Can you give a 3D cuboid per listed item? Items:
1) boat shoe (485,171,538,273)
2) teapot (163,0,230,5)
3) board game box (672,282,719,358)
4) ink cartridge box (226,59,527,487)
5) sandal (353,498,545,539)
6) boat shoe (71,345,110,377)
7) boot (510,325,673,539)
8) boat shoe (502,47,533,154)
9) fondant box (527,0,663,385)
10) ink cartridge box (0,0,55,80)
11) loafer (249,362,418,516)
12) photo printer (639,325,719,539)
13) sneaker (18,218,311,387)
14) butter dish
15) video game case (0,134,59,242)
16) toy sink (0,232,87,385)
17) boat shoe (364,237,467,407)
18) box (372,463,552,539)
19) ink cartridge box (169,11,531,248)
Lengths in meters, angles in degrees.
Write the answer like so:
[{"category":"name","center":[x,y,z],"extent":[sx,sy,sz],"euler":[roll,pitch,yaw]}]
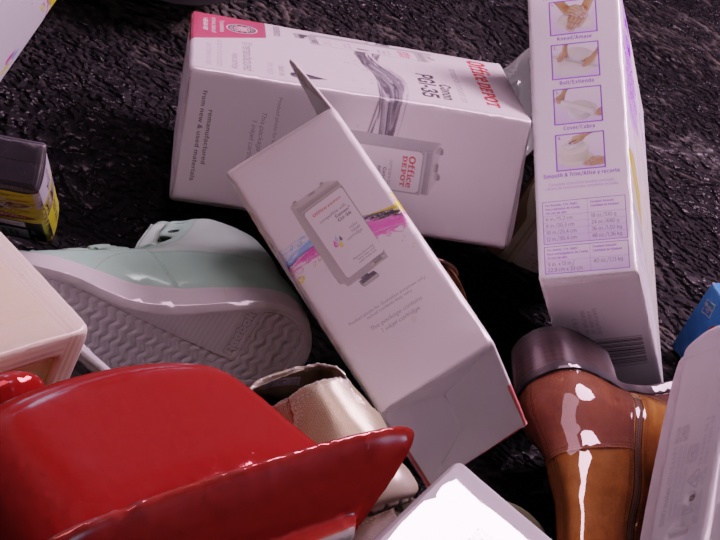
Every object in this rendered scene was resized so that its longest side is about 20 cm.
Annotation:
[{"category":"boat shoe","center":[0.147,-0.055,1.357],"extent":[0.065,0.072,0.200],"euler":[34,39,2]},{"category":"teapot","center":[-0.145,-0.261,1.370],"extent":[0.146,0.200,0.198],"euler":[-12,65,5]},{"category":"board game box","center":[0.322,0.102,1.266],"extent":[0.200,0.056,0.196],"euler":[8,37,-27]},{"category":"ink cartridge box","center":[0.000,0.000,1.050],"extent":[0.067,0.117,0.200],"euler":[-32,62,-2]},{"category":"sandal","center":[0.016,0.131,1.009],"extent":[0.201,0.057,0.080],"euler":[-7,45,-41]},{"category":"boat shoe","center":[-0.120,0.080,0.945],"extent":[0.072,0.069,0.200],"euler":[-27,57,-31]},{"category":"boot","center":[0.167,0.139,1.095],"extent":[0.188,0.068,0.200],"euler":[32,34,-35]},{"category":"boat shoe","center":[0.084,-0.099,1.389],"extent":[0.074,0.065,0.202],"euler":[52,42,4]},{"category":"fondant box","center":[0.139,-0.048,1.206],"extent":[0.058,0.144,0.200],"euler":[-7,60,11]},{"category":"ink cartridge box","center":[-0.214,-0.188,1.139],"extent":[0.083,0.146,0.200],"euler":[28,65,4]},{"category":"loafer","center":[-0.028,0.079,0.951],"extent":[0.076,0.200,0.068],"euler":[-15,92,-21]},{"category":"photo printer","center":[0.241,0.143,1.066],"extent":[0.200,0.069,0.167],"euler":[32,55,-24]},{"category":"sneaker","center":[-0.133,0.013,1.072],"extent":[0.200,0.074,0.118],"euler":[6,21,-15]},{"category":"butter dish","center":[-0.113,0.103,0.815],"extent":[0.199,0.200,0.148],"euler":[-14,56,-46]},{"category":"video game case","center":[-0.247,-0.054,0.984],"extent":[0.199,0.026,0.181],"euler":[11,-7,-5]},{"category":"toy sink","center":[-0.235,0.063,0.865],"extent":[0.112,0.131,0.200],"euler":[44,35,25]},{"category":"boat shoe","center":[0.034,0.021,1.168],"extent":[0.072,0.068,0.200],"euler":[13,35,-19]},{"category":"box","center":[0.042,0.218,0.824],"extent":[0.199,0.131,0.200],"euler":[39,35,10]},{"category":"ink cartridge box","center":[-0.009,-0.085,1.215],"extent":[0.199,0.083,0.147],"euler":[8,19,-7]}]
